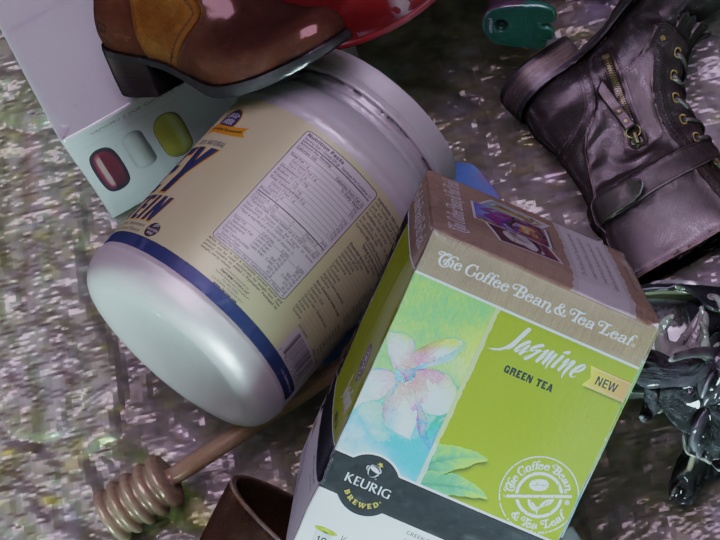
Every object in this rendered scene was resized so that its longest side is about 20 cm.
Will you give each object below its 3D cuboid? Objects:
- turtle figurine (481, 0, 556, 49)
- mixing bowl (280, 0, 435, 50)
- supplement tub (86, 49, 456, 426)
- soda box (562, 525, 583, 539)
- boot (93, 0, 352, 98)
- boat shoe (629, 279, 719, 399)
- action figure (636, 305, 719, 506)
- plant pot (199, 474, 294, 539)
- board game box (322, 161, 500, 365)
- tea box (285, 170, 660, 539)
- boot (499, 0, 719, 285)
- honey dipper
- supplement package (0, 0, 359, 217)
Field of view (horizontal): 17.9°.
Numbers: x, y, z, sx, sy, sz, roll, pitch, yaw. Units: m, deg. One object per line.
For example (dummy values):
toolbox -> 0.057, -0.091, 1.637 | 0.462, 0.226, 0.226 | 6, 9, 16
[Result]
turtle figurine -> 0.107, -0.231, 1.506 | 0.101, 0.150, 0.200 | -27, 23, 27
mixing bowl -> -0.029, -0.246, 1.399 | 0.200, 0.108, 0.200 | -11, 59, 20
supplement tub -> -0.050, -0.022, 1.374 | 0.145, 0.145, 0.200 | 32, 69, 24
soda box -> 0.150, 0.248, 1.297 | 0.068, 0.064, 0.200 | -33, 64, -4
boot -> -0.104, -0.206, 1.347 | 0.188, 0.200, 0.068 | 5, 30, 47
boat shoe -> 0.199, 0.043, 1.383 | 0.200, 0.060, 0.076 | -8, 64, 9
action figure -> 0.211, 0.070, 1.289 | 0.119, 0.200, 0.102 | 20, 69, 20
plant pot -> -0.051, 0.251, 1.291 | 0.187, 0.187, 0.200 | 36, 94, 24
board game box -> 0.000, 0.000, 1.462 | 0.200, 0.039, 0.158 | 8, 61, 13
tea box -> 0.058, 0.069, 1.256 | 0.133, 0.200, 0.197 | 22, 101, -3
boot -> 0.203, -0.091, 1.452 | 0.200, 0.069, 0.174 | -35, 68, -1
honey dipper -> -0.075, 0.099, 1.405 | 0.200, 0.038, 0.038 | -34, 62, 11
supplement package -> -0.125, -0.162, 1.522 | 0.200, 0.111, 0.156 | -30, 62, -2
